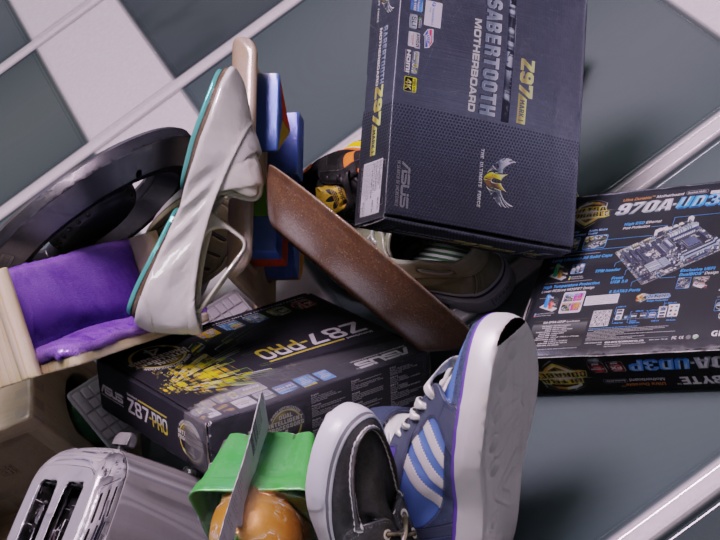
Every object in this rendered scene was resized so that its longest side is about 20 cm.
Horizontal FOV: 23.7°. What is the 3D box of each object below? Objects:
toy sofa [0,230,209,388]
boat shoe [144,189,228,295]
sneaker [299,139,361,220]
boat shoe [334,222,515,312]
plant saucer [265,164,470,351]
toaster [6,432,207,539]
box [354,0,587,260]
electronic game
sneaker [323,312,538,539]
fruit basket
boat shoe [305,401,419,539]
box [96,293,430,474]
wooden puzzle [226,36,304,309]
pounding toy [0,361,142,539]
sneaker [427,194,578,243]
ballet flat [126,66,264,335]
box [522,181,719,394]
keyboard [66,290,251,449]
[{"bbox_3d":[-0.205,0.025,1.274,0.098,0.083,0.200,-17,1,29],"label":"toy sofa"},{"bbox_3d":[-0.149,-0.020,1.441,0.200,0.075,0.068,125,162,-46],"label":"boat shoe"},{"bbox_3d":[0.012,-0.069,1.401,0.090,0.070,0.200,-27,13,-28],"label":"sneaker"},{"bbox_3d":[0.037,-0.017,1.373,0.200,0.062,0.072,9,56,43],"label":"boat shoe"},{"bbox_3d":[0.000,0.000,1.246,0.037,0.200,0.200,-50,38,-1],"label":"plant saucer"},{"bbox_3d":[-0.177,0.217,1.203,0.114,0.129,0.200,-4,60,51],"label":"toaster"},{"bbox_3d":[0.082,-0.117,1.234,0.051,0.158,0.200,-13,69,62],"label":"box"},{"bbox_3d":[-0.214,-0.047,1.353,0.200,0.042,0.200,-36,-8,-6],"label":"electronic game"},{"bbox_3d":[0.033,0.103,1.132,0.146,0.200,0.081,19,32,28],"label":"sneaker"},{"bbox_3d":[-0.070,0.211,1.113,0.094,0.185,0.200,3,48,19],"label":"fruit basket"},{"bbox_3d":[0.011,0.176,1.092,0.057,0.200,0.069,16,34,35],"label":"boat shoe"},{"bbox_3d":[-0.073,0.081,1.286,0.200,0.049,0.161,-16,26,-33],"label":"box"},{"bbox_3d":[-0.072,-0.068,1.361,0.046,0.200,0.185,0,78,3],"label":"wooden puzzle"},{"bbox_3d":[-0.258,0.117,1.380,0.200,0.184,0.142,-22,51,16],"label":"pounding toy"},{"bbox_3d":[0.084,-0.069,1.296,0.200,0.081,0.074,-10,18,-36],"label":"sneaker"},{"bbox_3d":[-0.106,-0.045,1.236,0.069,0.069,0.200,25,96,49],"label":"ballet flat"},{"bbox_3d":[0.219,0.010,1.216,0.200,0.046,0.159,-6,46,34],"label":"box"},{"bbox_3d":[-0.146,0.076,1.360,0.200,0.056,0.011,-34,-4,-46],"label":"keyboard"}]
